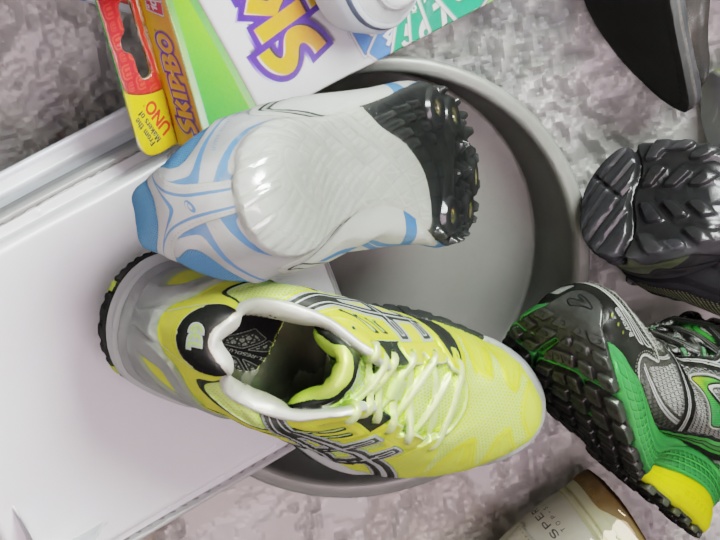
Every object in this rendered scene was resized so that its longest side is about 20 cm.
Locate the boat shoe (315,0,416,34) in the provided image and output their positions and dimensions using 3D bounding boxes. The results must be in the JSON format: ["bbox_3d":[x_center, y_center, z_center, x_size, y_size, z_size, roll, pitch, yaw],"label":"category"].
[{"bbox_3d":[0.029,-0.187,1.066,0.074,0.065,0.200,-2,105,-49],"label":"boat shoe"}]

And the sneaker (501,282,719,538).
[{"bbox_3d":[0.126,0.045,1.204,0.085,0.078,0.200,-52,150,-3],"label":"sneaker"}]

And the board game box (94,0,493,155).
[{"bbox_3d":[-0.019,-0.124,1.107,0.200,0.030,0.096,-29,114,-32],"label":"board game box"}]

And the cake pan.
[{"bbox_3d":[0.000,0.000,1.196,0.200,0.037,0.200,-5,110,-14],"label":"cake pan"}]

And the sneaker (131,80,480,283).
[{"bbox_3d":[-0.015,-0.036,1.088,0.200,0.072,0.072,-9,96,-58],"label":"sneaker"}]

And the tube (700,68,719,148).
[{"bbox_3d":[0.251,-0.088,1.235,0.200,0.052,0.058,-14,144,-16],"label":"tube"}]

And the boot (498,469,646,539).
[{"bbox_3d":[0.089,0.210,1.278,0.155,0.072,0.200,-30,109,-5],"label":"boot"}]

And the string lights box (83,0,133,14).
[{"bbox_3d":[-0.162,-0.175,1.076,0.200,0.059,0.103,13,102,-20],"label":"string lights box"}]

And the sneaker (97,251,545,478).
[{"bbox_3d":[-0.006,0.048,1.098,0.200,0.076,0.075,13,95,-31],"label":"sneaker"}]

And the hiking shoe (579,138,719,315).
[{"bbox_3d":[0.200,-0.013,1.185,0.101,0.200,0.076,45,55,-63],"label":"hiking shoe"}]

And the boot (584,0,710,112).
[{"bbox_3d":[0.176,-0.178,1.168,0.174,0.069,0.200,-30,134,-20],"label":"boot"}]

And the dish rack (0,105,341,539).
[{"bbox_3d":[-0.094,0.030,1.114,0.200,0.044,0.172,-30,114,-19],"label":"dish rack"}]
